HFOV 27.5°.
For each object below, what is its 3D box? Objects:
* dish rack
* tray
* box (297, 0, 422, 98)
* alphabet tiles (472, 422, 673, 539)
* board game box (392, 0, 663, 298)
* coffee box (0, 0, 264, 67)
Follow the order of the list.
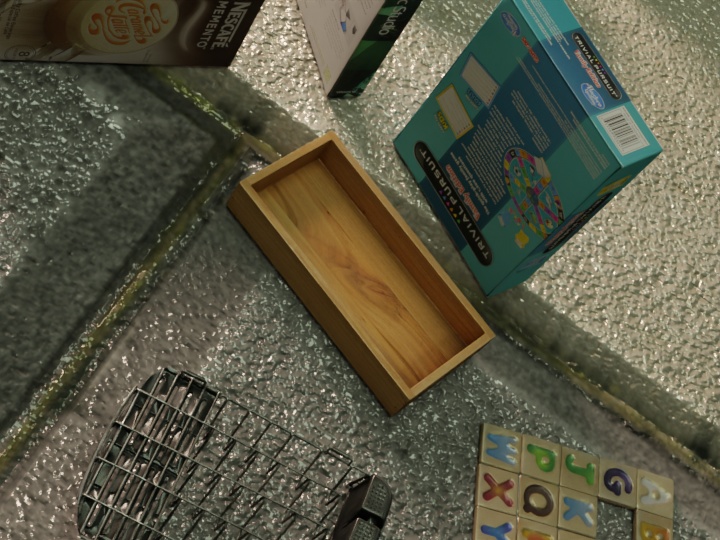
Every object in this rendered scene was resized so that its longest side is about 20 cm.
[{"bbox_3d":[-0.082,0.160,0.951,0.199,0.055,0.154,29,53,-7],"label":"dish rack"},{"bbox_3d":[0.000,0.000,1.092,0.098,0.037,0.200,-32,81,-36],"label":"tray"},{"bbox_3d":[0.002,-0.247,1.130,0.036,0.200,0.145,-7,67,-25],"label":"box"},{"bbox_3d":[0.155,0.221,1.061,0.166,0.008,0.201,18,56,-17],"label":"alphabet tiles"},{"bbox_3d":[0.118,-0.094,1.100,0.047,0.200,0.152,-21,74,-33],"label":"board game box"},{"bbox_3d":[-0.177,-0.215,1.077,0.199,0.114,0.080,-3,64,-27],"label":"coffee box"}]
